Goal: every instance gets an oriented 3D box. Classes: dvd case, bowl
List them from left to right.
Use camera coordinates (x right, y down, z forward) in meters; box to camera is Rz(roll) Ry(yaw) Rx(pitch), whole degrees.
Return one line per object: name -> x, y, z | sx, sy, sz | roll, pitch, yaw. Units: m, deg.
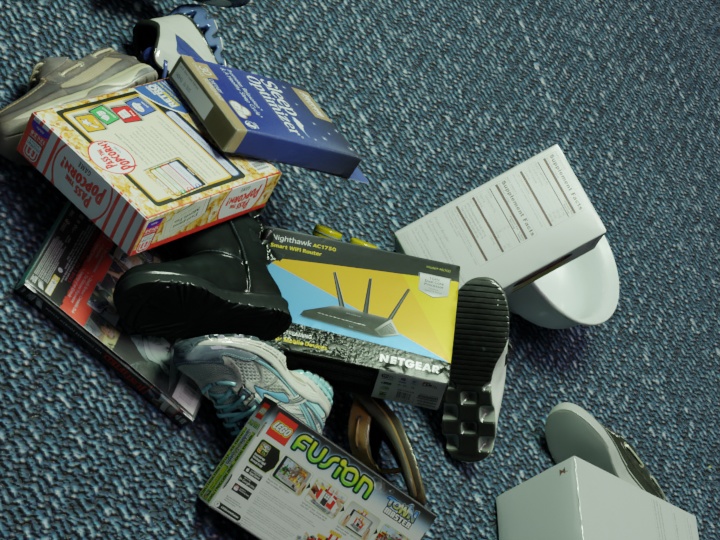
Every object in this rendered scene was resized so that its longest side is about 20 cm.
dvd case -> -0.208, 0.031, 1.555 | 0.200, 0.022, 0.146 | 41, 39, -18
bowl -> 0.203, -0.010, 1.992 | 0.201, 0.090, 0.202 | 29, 44, -32

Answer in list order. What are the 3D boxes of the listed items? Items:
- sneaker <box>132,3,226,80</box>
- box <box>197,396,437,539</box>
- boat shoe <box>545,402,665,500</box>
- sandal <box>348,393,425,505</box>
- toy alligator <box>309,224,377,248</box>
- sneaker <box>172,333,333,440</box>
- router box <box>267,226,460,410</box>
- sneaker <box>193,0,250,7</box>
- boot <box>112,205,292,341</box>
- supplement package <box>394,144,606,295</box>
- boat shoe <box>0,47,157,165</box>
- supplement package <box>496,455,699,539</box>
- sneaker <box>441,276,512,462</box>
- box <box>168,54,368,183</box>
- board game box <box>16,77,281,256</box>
sneaker -> -0.175, -0.178, 1.714 | 0.115, 0.081, 0.200 | -14, 67, -48
box -> -0.036, 0.214, 1.543 | 0.200, 0.035, 0.110 | 38, 82, -23
boat shoe -> 0.277, 0.219, 1.924 | 0.200, 0.070, 0.064 | 53, 36, -17
sandal -> 0.007, 0.153, 1.668 | 0.201, 0.054, 0.082 | 58, -7, 25
toy alligator -> 0.000, 0.000, 1.760 | 0.199, 0.060, 0.054 | 20, 5, -9
sneaker -> -0.095, 0.119, 1.554 | 0.200, 0.077, 0.087 | 31, 58, -44
router box -> -0.009, 0.045, 1.663 | 0.199, 0.051, 0.150 | 11, 50, -4
sneaker -> -0.207, -0.298, 1.732 | 0.199, 0.070, 0.082 | 17, 47, 1
boot -> -0.157, -0.019, 1.571 | 0.197, 0.073, 0.163 | 10, 45, -39
supplement package -> 0.148, -0.033, 1.835 | 0.110, 0.199, 0.114 | 61, -2, 8
boat shoe -> -0.277, -0.157, 1.593 | 0.073, 0.075, 0.200 | 37, 36, 19
supplement package -> 0.253, 0.297, 1.789 | 0.199, 0.117, 0.117 | 28, 45, -33
sneaker -> 0.119, 0.091, 1.780 | 0.074, 0.201, 0.089 | 9, 23, 9
box -> -0.080, -0.145, 1.655 | 0.199, 0.032, 0.121 | 11, 33, -47
board game box -> -0.188, -0.100, 1.552 | 0.151, 0.046, 0.200 | 42, 33, 17
